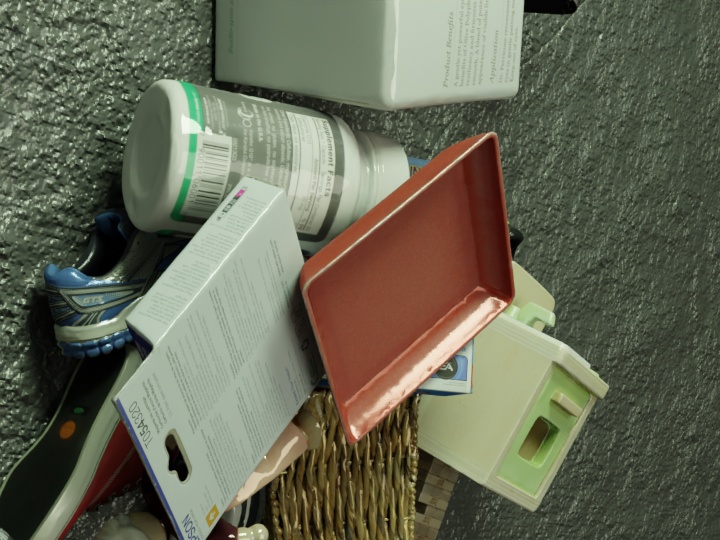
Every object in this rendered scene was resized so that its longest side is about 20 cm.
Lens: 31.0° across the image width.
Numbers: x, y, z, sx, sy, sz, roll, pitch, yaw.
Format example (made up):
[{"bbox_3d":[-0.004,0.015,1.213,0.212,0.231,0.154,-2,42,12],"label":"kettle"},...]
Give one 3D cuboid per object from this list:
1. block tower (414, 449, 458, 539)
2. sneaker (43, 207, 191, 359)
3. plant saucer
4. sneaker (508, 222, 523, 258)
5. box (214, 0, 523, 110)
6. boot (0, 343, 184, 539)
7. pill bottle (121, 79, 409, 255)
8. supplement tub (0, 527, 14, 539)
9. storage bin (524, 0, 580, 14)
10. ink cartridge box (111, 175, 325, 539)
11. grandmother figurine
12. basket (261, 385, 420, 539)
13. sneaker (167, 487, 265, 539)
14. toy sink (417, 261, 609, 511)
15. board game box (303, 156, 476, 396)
[{"bbox_3d":[0.053,0.232,1.322,0.054,0.058,0.201,30,79,-47],"label":"block tower"},{"bbox_3d":[-0.160,-0.016,1.005,0.200,0.077,0.086,-40,120,-37],"label":"sneaker"},{"bbox_3d":[0.035,0.011,1.010,0.200,0.037,0.200,-40,143,-22],"label":"plant saucer"},{"bbox_3d":[0.117,0.041,1.318,0.076,0.083,0.202,6,96,-48],"label":"sneaker"},{"bbox_3d":[0.008,-0.240,1.034,0.171,0.199,0.201,-13,111,-47],"label":"box"},{"bbox_3d":[-0.197,0.173,1.020,0.201,0.072,0.144,-61,138,-22],"label":"boot"},{"bbox_3d":[-0.070,-0.072,0.988,0.199,0.113,0.114,9,94,-29],"label":"pill bottle"},{"bbox_3d":[-0.279,0.198,0.841,0.200,0.107,0.107,45,62,-6],"label":"supplement tub"},{"bbox_3d":[0.122,-0.327,1.183,0.200,0.135,0.094,37,73,-46],"label":"storage bin"},{"bbox_3d":[-0.101,0.070,0.916,0.200,0.043,0.197,-52,148,-32],"label":"ink cartridge box"},{"bbox_3d":[-0.119,0.170,1.001,0.200,0.121,0.061,-35,155,-30],"label":"grandmother figurine"},{"bbox_3d":[-0.031,0.180,1.210,0.142,0.149,0.202,-2,105,-14],"label":"basket"},{"bbox_3d":[-0.132,0.250,1.111,0.201,0.073,0.112,-65,167,15],"label":"sneaker"},{"bbox_3d":[0.154,0.112,1.247,0.201,0.112,0.130,-60,144,-5],"label":"toy sink"},{"bbox_3d":[0.000,0.000,1.102,0.199,0.056,0.197,8,80,-20],"label":"board game box"}]
